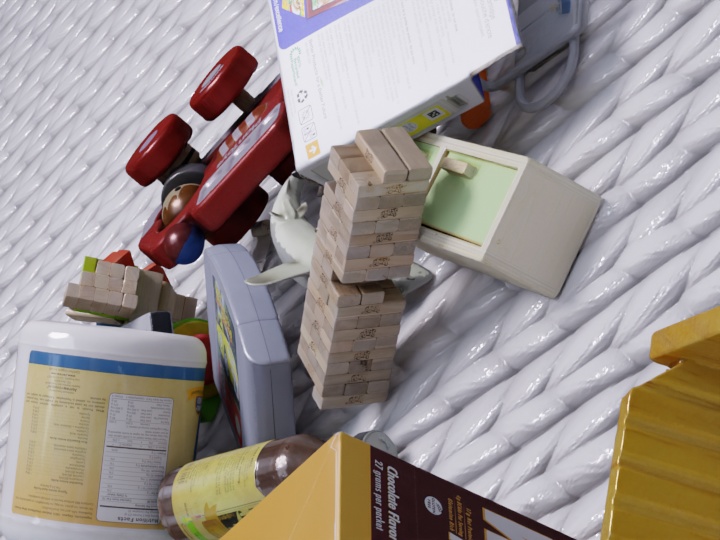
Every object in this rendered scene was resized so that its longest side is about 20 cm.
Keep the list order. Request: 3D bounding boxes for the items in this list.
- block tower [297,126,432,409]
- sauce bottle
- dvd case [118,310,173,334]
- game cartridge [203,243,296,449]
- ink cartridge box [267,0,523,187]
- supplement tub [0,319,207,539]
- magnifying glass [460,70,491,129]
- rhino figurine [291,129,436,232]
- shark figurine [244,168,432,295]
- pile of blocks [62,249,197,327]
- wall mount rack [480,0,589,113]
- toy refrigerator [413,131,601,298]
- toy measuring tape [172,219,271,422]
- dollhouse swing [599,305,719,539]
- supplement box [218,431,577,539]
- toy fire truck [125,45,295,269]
[{"bbox_3d":[0.000,0.000,1.501,0.058,0.054,0.201,-122,34,-48],"label":"block tower"},{"bbox_3d":[-0.059,0.151,1.543,0.200,0.065,0.065,-19,49,42],"label":"sauce bottle"},{"bbox_3d":[-0.186,0.147,1.779,0.150,0.025,0.201,-25,69,54],"label":"dvd case"},{"bbox_3d":[-0.086,0.064,1.660,0.200,0.041,0.134,-119,27,-61],"label":"game cartridge"},{"bbox_3d":[0.026,-0.189,1.550,0.200,0.047,0.198,-25,59,27],"label":"ink cartridge box"},{"bbox_3d":[-0.196,0.143,1.651,0.145,0.144,0.201,4,87,63],"label":"supplement tub"},{"bbox_3d":[0.082,-0.181,1.667,0.080,0.022,0.200,-46,28,33],"label":"magnifying glass"},{"bbox_3d":[0.009,-0.117,1.614,0.087,0.060,0.201,19,80,30],"label":"rhino figurine"},{"bbox_3d":[-0.033,-0.015,1.655,0.128,0.090,0.215,-20,37,-6],"label":"shark figurine"},{"bbox_3d":[-0.196,0.018,1.839,0.200,0.082,0.062,49,-131,-69],"label":"pile of blocks"},{"bbox_3d":[0.131,-0.219,1.541,0.174,0.074,0.201,-35,39,43],"label":"wall mount rack"},{"bbox_3d":[0.076,-0.044,1.486,0.076,0.070,0.200,-64,24,-1],"label":"toy refrigerator"},{"bbox_3d":[-0.131,0.040,1.807,0.073,0.073,0.201,-12,56,59],"label":"toy measuring tape"},{"bbox_3d":[0.221,0.102,0.967,0.176,0.181,0.201,120,165,-61],"label":"dollhouse swing"},{"bbox_3d":[0.014,0.224,1.195,0.197,0.200,0.133,-44,31,36],"label":"supplement box"},{"bbox_3d":[-0.114,-0.078,1.775,0.200,0.112,0.168,-44,14,19],"label":"toy fire truck"}]
